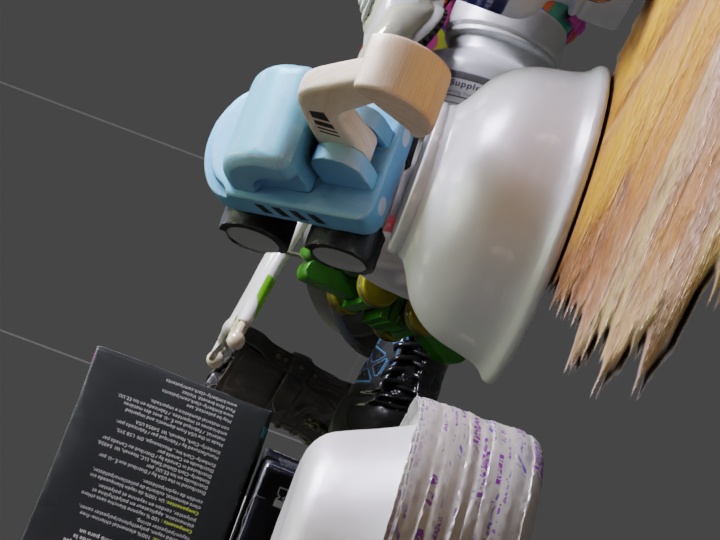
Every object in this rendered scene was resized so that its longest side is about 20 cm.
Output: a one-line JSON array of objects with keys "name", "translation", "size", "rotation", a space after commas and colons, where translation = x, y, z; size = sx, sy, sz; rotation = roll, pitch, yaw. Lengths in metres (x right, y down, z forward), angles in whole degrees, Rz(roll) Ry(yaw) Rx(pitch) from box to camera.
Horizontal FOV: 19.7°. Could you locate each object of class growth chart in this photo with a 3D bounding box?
[{"name": "growth chart", "translation": [-0.073, 0.005, 1.542], "size": [0.145, 0.018, 0.200], "rotation": [-61, 4, -13]}]

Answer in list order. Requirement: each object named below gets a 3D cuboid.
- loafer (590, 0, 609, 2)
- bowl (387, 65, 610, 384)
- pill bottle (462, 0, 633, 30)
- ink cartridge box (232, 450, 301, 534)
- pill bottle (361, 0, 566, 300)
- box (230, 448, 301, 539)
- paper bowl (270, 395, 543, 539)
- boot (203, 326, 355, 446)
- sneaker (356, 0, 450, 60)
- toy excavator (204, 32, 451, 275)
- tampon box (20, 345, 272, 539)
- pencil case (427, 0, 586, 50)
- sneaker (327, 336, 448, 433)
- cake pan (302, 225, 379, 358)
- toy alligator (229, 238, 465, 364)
[{"name": "loafer", "translation": [0.163, -0.233, 1.151], "size": [0.071, 0.073, 0.201], "rotation": [-93, 16, -59]}, {"name": "bowl", "translation": [0.073, -0.041, 1.246], "size": [0.201, 0.090, 0.202], "rotation": [-160, 90, -88]}, {"name": "pill bottle", "translation": [0.080, -0.223, 1.275], "size": [0.120, 0.199, 0.120], "rotation": [-159, 90, -88]}, {"name": "ink cartridge box", "translation": [-0.053, 0.243, 1.532], "size": [0.068, 0.115, 0.201], "rotation": [158, 133, -86]}, {"name": "pill bottle", "translation": [0.072, -0.080, 1.399], "size": [0.111, 0.110, 0.201], "rotation": [117, 173, -76]}, {"name": "box", "translation": [-0.047, 0.235, 1.397], "size": [0.200, 0.117, 0.198], "rotation": [150, 141, -86]}, {"name": "paper bowl", "translation": [0.004, 0.155, 0.959], "size": [0.201, 0.104, 0.202], "rotation": [-161, 90, -87]}, {"name": "boot", "translation": [-0.045, 0.120, 1.693], "size": [0.200, 0.173, 0.070], "rotation": [114, 176, -54]}, {"name": "sneaker", "translation": [0.014, -0.194, 1.417], "size": [0.070, 0.093, 0.200], "rotation": [-50, 7, 37]}, {"name": "toy excavator", "translation": [-0.021, -0.081, 1.244], "size": [0.200, 0.193, 0.100], "rotation": [51, -125, -59]}, {"name": "tampon box", "translation": [-0.155, 0.181, 1.372], "size": [0.150, 0.126, 0.201], "rotation": [113, 177, -66]}, {"name": "pencil case", "translation": [0.092, -0.194, 1.540], "size": [0.200, 0.088, 0.089], "rotation": [-2, 65, 61]}, {"name": "sneaker", "translation": [0.026, 0.084, 1.559], "size": [0.200, 0.073, 0.082], "rotation": [-73, 2, -57]}, {"name": "cake pan", "translation": [0.022, -0.029, 1.665], "size": [0.200, 0.037, 0.202], "rotation": [-19, -66, -49]}, {"name": "toy alligator", "translation": [0.000, 0.000, 1.453], "size": [0.059, 0.199, 0.055], "rotation": [-16, 47, 61]}]
